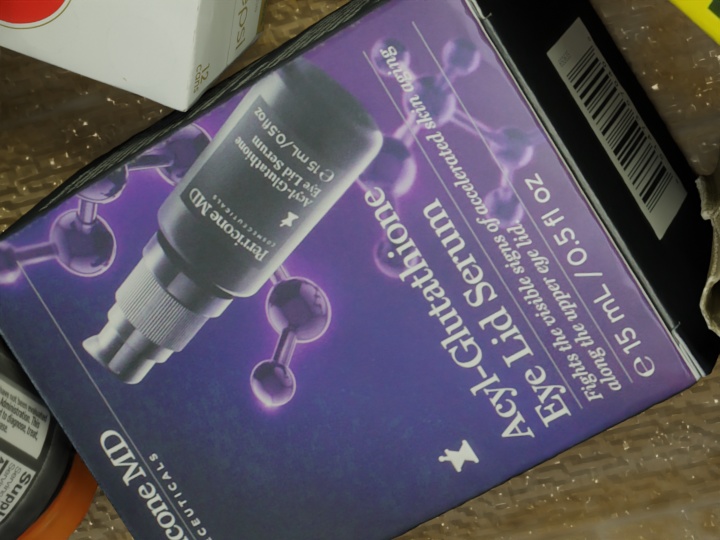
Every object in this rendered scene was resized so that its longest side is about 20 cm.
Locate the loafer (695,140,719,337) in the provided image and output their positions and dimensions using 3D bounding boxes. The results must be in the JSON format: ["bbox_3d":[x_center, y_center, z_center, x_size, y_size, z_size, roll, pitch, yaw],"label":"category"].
[{"bbox_3d":[0.127,-0.003,0.755,0.076,0.200,0.068,39,94,-5],"label":"loafer"}]

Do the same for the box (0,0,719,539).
[{"bbox_3d":[0.000,0.000,0.848,0.199,0.104,0.148,-31,98,24],"label":"box"}]

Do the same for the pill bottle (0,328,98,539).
[{"bbox_3d":[-0.162,0.036,0.864,0.106,0.200,0.107,-10,64,22],"label":"pill bottle"}]

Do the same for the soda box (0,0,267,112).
[{"bbox_3d":[-0.125,-0.121,0.832,0.199,0.064,0.068,21,125,14],"label":"soda box"}]

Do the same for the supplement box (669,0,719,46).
[{"bbox_3d":[0.147,-0.094,0.674,0.200,0.109,0.109,45,114,27],"label":"supplement box"}]
